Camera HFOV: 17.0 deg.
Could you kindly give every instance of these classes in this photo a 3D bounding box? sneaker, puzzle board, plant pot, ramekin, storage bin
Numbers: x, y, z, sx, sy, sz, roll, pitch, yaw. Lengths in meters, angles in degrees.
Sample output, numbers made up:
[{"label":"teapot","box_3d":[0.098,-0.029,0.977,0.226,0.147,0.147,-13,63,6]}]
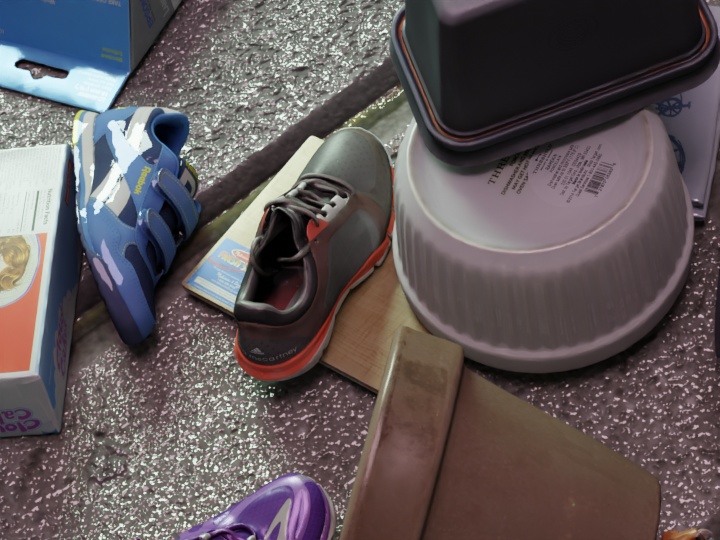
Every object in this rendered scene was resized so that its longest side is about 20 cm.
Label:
[{"label":"sneaker","box_3d":[-0.100,0.185,1.442,0.199,0.084,0.081,-35,49,-17]},{"label":"puzzle board","box_3d":[0.000,0.000,1.615,0.199,0.017,0.151,26,62,29]},{"label":"plant pot","box_3d":[0.077,0.148,1.384,0.173,0.201,0.201,14,54,2]},{"label":"sneaker","box_3d":[-0.150,-0.039,1.643,0.081,0.074,0.201,-10,51,1]},{"label":"ramekin","box_3d":[0.113,-0.047,1.544,0.198,0.105,0.202,-5,54,7]},{"label":"storage bin","box_3d":[0.113,-0.179,1.478,0.198,0.135,0.146,-19,62,-3]},{"label":"sneaker","box_3d":[-0.029,-0.026,1.578,0.076,0.082,0.201,8,55,19]}]

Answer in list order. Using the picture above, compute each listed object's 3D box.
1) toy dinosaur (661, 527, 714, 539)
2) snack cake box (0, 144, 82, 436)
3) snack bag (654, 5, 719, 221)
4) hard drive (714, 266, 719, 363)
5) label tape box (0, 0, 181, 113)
[{"label":"toy dinosaur","box_3d":[0.248,0.205,1.328,0.180,0.105,0.201,0,52,5]},{"label":"snack cake box","box_3d":[-0.252,0.014,1.626,0.114,0.067,0.201,-4,51,7]},{"label":"snack bag","box_3d":[0.153,-0.113,1.669,0.198,0.021,0.190,3,52,14]},{"label":"hard drive","box_3d":[0.291,-0.005,1.495,0.134,0.043,0.201,-13,32,23]},{"label":"label tape box","box_3d":[-0.208,-0.224,1.809,0.143,0.064,0.201,15,56,23]}]
